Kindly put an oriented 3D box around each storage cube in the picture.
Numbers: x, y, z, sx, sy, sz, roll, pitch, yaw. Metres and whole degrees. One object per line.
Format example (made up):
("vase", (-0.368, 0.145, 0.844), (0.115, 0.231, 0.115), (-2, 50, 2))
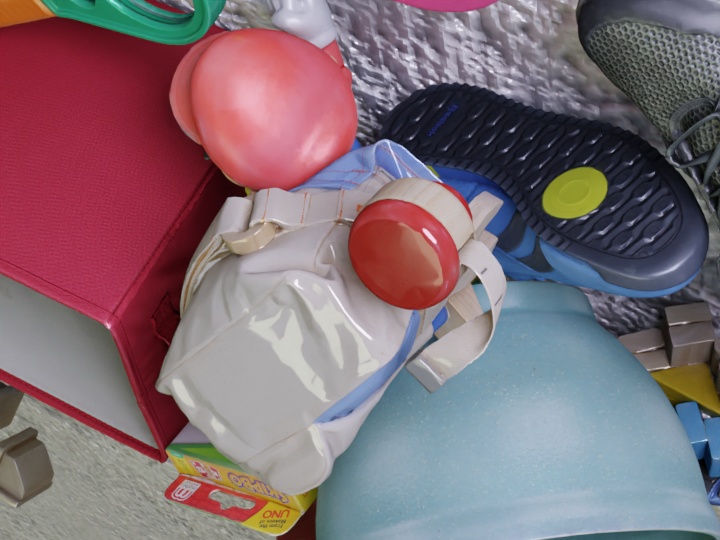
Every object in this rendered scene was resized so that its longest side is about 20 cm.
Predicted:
("storage cube", (-0.144, -0.034, 0.906), (0.199, 0.181, 0.171), (23, 155, 16))

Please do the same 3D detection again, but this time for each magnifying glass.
("magnifying glass", (-0.135, -0.136, 0.781), (0.199, 0.022, 0.080), (-1, 141, 48))

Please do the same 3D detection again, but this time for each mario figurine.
("mario figurine", (-0.043, -0.060, 0.803), (0.105, 0.124, 0.200), (-19, 156, 8))

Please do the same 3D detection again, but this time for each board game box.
("board game box", (-0.023, 0.057, 0.905), (0.095, 0.200, 0.030), (9, 140, 40))

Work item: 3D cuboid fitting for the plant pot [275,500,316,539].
("plant pot", (0.050, 0.219, 1.158), (0.200, 0.201, 0.196), (4, 135, 47))

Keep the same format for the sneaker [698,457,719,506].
("sneaker", (0.157, 0.084, 0.919), (0.199, 0.076, 0.078), (22, 165, 39))

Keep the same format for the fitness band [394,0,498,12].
("fitness band", (-0.011, -0.180, 0.646), (0.200, 0.038, 0.143), (41, 155, -16))

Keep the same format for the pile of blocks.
("pile of blocks", (0.212, 0.078, 0.810), (0.199, 0.082, 0.062), (24, 155, 20))

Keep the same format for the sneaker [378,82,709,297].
("sneaker", (0.089, -0.025, 0.751), (0.200, 0.066, 0.079), (29, 156, 49))

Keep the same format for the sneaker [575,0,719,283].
("sneaker", (0.156, -0.031, 0.634), (0.199, 0.115, 0.076), (38, 151, -9))

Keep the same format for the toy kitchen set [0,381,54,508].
("toy kitchen set", (-0.339, 0.099, 1.522), (0.162, 0.181, 0.200), (31, -164, 10))

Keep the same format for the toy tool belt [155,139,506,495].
("toy tool belt", (0.000, 0.000, 0.712), (0.125, 0.123, 0.200), (44, 135, -3))

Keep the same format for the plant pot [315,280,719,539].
("plant pot", (0.067, 0.085, 0.814), (0.198, 0.135, 0.201), (-8, 162, -3))
